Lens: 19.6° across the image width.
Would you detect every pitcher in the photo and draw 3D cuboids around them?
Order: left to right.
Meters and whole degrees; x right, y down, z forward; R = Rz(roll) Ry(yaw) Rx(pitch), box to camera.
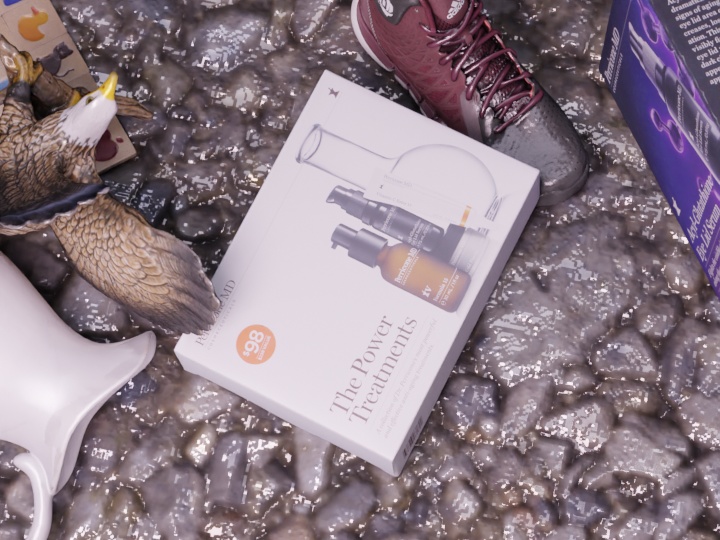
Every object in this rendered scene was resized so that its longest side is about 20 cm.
[{"bbox_3d":[-0.244,0.065,1.221,0.199,0.121,0.173,29,85,0],"label":"pitcher"}]

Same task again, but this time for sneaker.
[{"bbox_3d":[0.065,-0.131,1.295,0.076,0.116,0.200,-41,73,-16],"label":"sneaker"}]

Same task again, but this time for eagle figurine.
[{"bbox_3d":[-0.175,-0.049,1.222,0.150,0.152,0.201,-9,50,-12],"label":"eagle figurine"}]

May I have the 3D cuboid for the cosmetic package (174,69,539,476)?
[{"bbox_3d":[0.000,0.000,1.264,0.150,0.052,0.201,24,76,12],"label":"cosmetic package"}]

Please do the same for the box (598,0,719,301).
[{"bbox_3d":[0.236,-0.096,1.265,0.103,0.148,0.201,-22,68,-8],"label":"box"}]

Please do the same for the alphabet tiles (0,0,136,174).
[{"bbox_3d":[-0.262,-0.117,1.348,0.166,0.008,0.201,-27,69,-11],"label":"alphabet tiles"}]
